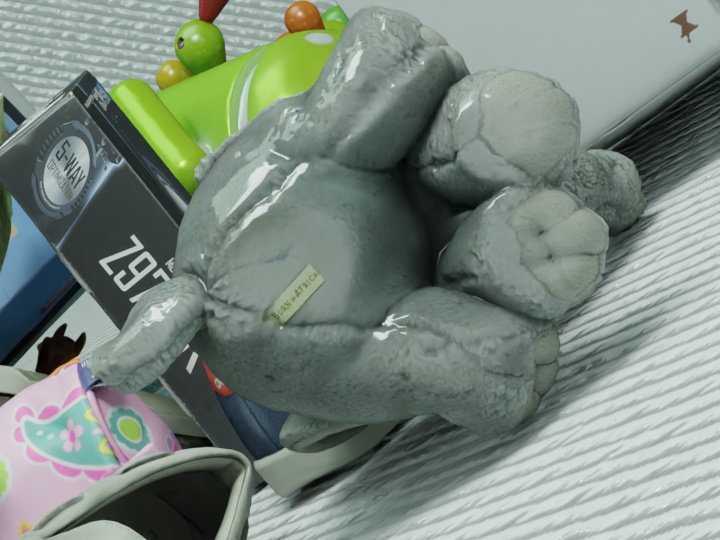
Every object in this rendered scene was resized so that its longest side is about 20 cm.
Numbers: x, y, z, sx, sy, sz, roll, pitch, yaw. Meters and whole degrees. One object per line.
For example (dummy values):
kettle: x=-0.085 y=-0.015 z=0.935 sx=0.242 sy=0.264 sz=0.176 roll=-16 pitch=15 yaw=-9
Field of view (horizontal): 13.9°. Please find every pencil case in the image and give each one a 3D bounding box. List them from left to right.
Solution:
pencil case: x=-0.150 y=0.116 z=1.094 sx=0.199 sy=0.088 sz=0.087 roll=-35 pitch=7 yaw=6

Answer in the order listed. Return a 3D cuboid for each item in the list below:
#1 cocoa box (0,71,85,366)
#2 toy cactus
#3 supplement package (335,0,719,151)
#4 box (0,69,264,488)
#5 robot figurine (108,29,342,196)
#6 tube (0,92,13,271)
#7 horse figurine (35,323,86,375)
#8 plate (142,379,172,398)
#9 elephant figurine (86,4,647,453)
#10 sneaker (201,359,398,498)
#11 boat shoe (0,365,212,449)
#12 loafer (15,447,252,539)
cocoa box: x=-0.227 y=0.006 z=1.382 sx=0.200 sy=0.133 sz=0.131 roll=-44 pitch=-6 yaw=12
toy cactus: x=-0.048 y=-0.071 z=1.600 sx=0.200 sy=0.102 sz=0.166 roll=27 pitch=-97 yaw=-59
supplement package: x=0.076 y=-0.106 z=1.153 sx=0.117 sy=0.118 sz=0.200 roll=-35 pitch=-1 yaw=12
box: x=-0.080 y=-0.002 z=1.188 sx=0.043 sy=0.160 sz=0.200 roll=-39 pitch=6 yaw=1
robot figurine: x=-0.048 y=-0.048 z=1.458 sx=0.199 sy=0.116 sz=0.175 roll=-20 pitch=-17 yaw=41
tube: x=-0.178 y=0.025 z=1.195 sx=0.058 sy=0.052 sz=0.201 roll=-26 pitch=33 yaw=43
horse figurine: x=-0.204 y=0.119 z=1.419 sx=0.200 sy=0.050 sz=0.132 roll=-49 pitch=11 yaw=-21
plate: x=-0.091 y=0.058 z=1.405 sx=0.200 sy=0.026 sz=0.200 roll=-36 pitch=8 yaw=6
elephant figurine: x=0.012 y=-0.001 z=0.969 sx=0.200 sy=0.154 sz=0.142 roll=107 pitch=-176 yaw=-86
sneaker: x=0.000 y=0.000 z=1.092 sx=0.075 sy=0.085 sz=0.200 roll=-33 pitch=8 yaw=31
boat shoe: x=-0.120 y=0.078 z=1.274 sx=0.200 sy=0.072 sz=0.060 roll=4 pitch=80 yaw=60
loafer: x=-0.090 y=0.107 z=0.916 sx=0.070 sy=0.070 sz=0.200 roll=-43 pitch=3 yaw=28
